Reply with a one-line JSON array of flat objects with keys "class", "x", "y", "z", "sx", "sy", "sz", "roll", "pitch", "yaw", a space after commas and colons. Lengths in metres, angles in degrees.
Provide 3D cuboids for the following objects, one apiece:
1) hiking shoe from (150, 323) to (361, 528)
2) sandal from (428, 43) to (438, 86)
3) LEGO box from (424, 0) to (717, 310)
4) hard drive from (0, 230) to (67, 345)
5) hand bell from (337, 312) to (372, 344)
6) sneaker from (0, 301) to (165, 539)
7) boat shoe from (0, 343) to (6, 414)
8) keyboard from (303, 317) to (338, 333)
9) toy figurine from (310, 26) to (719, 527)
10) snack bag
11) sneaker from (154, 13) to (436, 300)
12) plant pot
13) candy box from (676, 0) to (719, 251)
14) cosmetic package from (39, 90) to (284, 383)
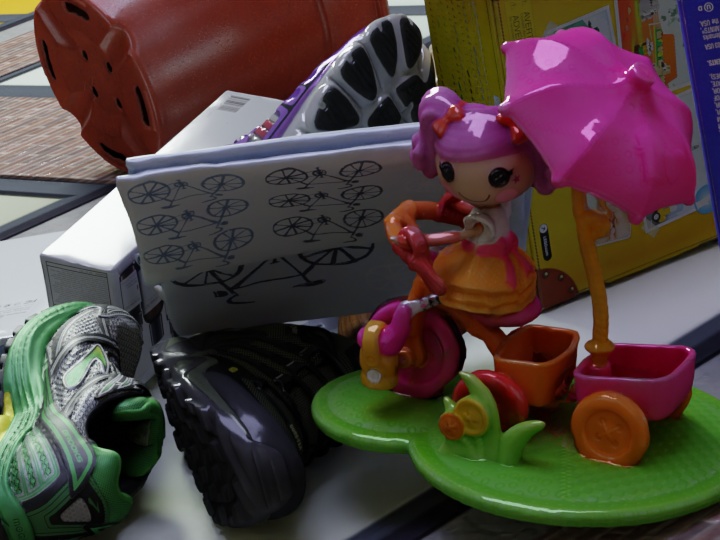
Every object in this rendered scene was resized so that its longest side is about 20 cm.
[{"class": "hiking shoe", "x": -0.038, "y": 0.058, "z": 1.198, "sx": 0.100, "sy": 0.076, "sz": 0.200, "roll": -19, "pitch": 16, "yaw": -7}, {"class": "sandal", "x": 0.053, "y": -0.099, "z": 1.501, "sx": 0.077, "sy": 0.070, "sz": 0.212, "roll": -15, "pitch": -10, "yaw": -12}, {"class": "LEGO box", "x": 0.123, "y": -0.101, "z": 1.364, "sx": 0.148, "sy": 0.201, "sz": 0.077, "roll": -21, "pitch": 25, "yaw": -23}, {"class": "hard drive", "x": -0.220, "y": 0.022, "z": 1.544, "sx": 0.131, "sy": 0.026, "sz": 0.200, "roll": -9, "pitch": 17, "yaw": 15}, {"class": "hand bell", "x": 0.000, "y": 0.000, "z": 1.353, "sx": 0.104, "sy": 0.105, "sz": 0.200, "roll": -13, "pitch": 32, "yaw": 2}, {"class": "sneaker", "x": -0.127, "y": 0.075, "z": 1.223, "sx": 0.085, "sy": 0.078, "sz": 0.200, "roll": -11, "pitch": 26, "yaw": 10}, {"class": "boat shoe", "x": -0.195, "y": 0.077, "z": 1.260, "sx": 0.062, "sy": 0.075, "sz": 0.200, "roll": -8, "pitch": 16, "yaw": 12}, {"class": "keyboard", "x": 0.042, "y": 0.006, "z": 1.427, "sx": 0.056, "sy": 0.011, "sz": 0.200, "roll": 9, "pitch": 28, "yaw": 41}, {"class": "toy figurine", "x": 0.071, "y": -0.012, "z": 1.083, "sx": 0.199, "sy": 0.185, "sz": 0.150, "roll": 10, "pitch": 23, "yaw": 25}, {"class": "snack bag", "x": -0.012, "y": -0.014, "z": 1.198, "sx": 0.187, "sy": 0.022, "sz": 0.200, "roll": -7, "pitch": -23, "yaw": -2}, {"class": "sneaker", "x": -0.040, "y": -0.061, "z": 1.333, "sx": 0.083, "sy": 0.081, "sz": 0.200, "roll": 23, "pitch": 62, "yaw": 45}, {"class": "plant pot", "x": -0.116, "y": -0.177, "z": 1.857, "sx": 0.195, "sy": 0.202, "sz": 0.200, "roll": -32, "pitch": 24, "yaw": -27}, {"class": "candy box", "x": 0.194, "y": -0.052, "z": 1.158, "sx": 0.077, "sy": 0.201, "sz": 0.169, "roll": -8, "pitch": 18, "yaw": 11}, {"class": "cosmetic package", "x": -0.098, "y": -0.017, "z": 1.425, "sx": 0.050, "sy": 0.083, "sz": 0.200, "roll": 13, "pitch": 35, "yaw": 24}]
